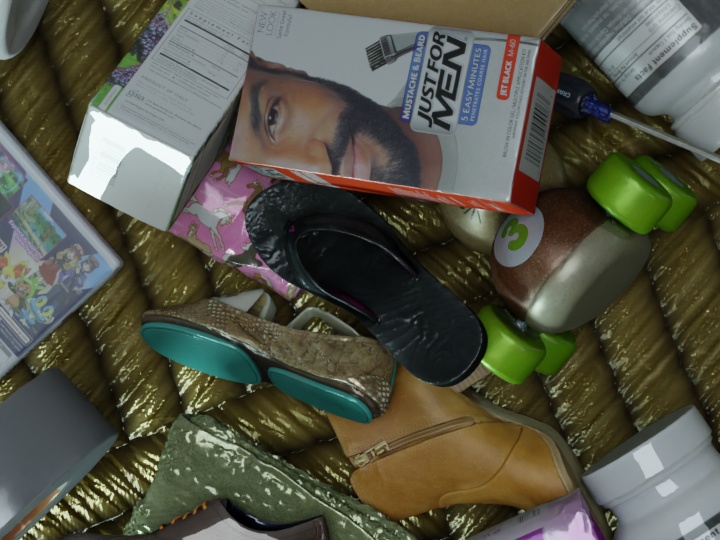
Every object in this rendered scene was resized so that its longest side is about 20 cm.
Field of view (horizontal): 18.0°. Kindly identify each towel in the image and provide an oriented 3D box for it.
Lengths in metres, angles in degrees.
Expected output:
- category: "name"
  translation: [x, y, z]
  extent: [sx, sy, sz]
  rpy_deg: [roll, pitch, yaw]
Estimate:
- category: "towel"
  translation: [-0.070, 0.203, 1.625]
  extent: [0.200, 0.036, 0.149]
  rpy_deg: [29, 106, 5]

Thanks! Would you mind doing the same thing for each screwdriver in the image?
- category: "screwdriver"
  translation: [0.182, -0.099, 1.560]
  extent: [0.029, 0.028, 0.200]
  rpy_deg: [-43, 45, -14]

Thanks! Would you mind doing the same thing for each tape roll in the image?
- category: "tape roll"
  translation: [-0.261, 0.158, 1.572]
  extent: [0.200, 0.200, 0.066]
  rpy_deg: [-44, 87, 4]

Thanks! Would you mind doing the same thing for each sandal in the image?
- category: "sandal"
  translation: [0.001, -0.001, 1.520]
  extent: [0.200, 0.048, 0.075]
  rpy_deg: [36, 93, 23]

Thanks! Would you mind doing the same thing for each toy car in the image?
- category: "toy car"
  translation: [0.100, -0.050, 1.572]
  extent: [0.200, 0.158, 0.164]
  rpy_deg: [43, 105, 14]

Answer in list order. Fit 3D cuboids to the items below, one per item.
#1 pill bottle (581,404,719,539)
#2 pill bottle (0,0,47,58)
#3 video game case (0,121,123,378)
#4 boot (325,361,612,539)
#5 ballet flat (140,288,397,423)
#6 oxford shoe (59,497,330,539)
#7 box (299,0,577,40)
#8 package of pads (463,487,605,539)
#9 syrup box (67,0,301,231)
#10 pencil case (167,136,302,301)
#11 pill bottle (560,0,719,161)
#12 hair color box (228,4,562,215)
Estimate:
- category: "pill bottle"
  translation: [0.246, 0.201, 1.570]
  extent: [0.116, 0.116, 0.200]
  rpy_deg: [-34, 87, 5]
- category: "pill bottle"
  translation: [-0.321, -0.235, 1.607]
  extent: [0.199, 0.114, 0.114]
  rpy_deg: [21, 93, 4]
- category: "video game case"
  translation: [-0.304, -0.018, 1.663]
  extent: [0.182, 0.023, 0.200]
  rpy_deg: [-42, 86, 5]
- category: "boot"
  translation: [0.075, 0.149, 1.614]
  extent: [0.144, 0.071, 0.202]
  rpy_deg: [-34, 85, 11]
- category: "ballet flat"
  translation: [-0.061, 0.052, 1.617]
  extent: [0.199, 0.071, 0.065]
  rpy_deg: [19, 63, 20]
- category: "oxford shoe"
  translation: [-0.117, 0.192, 1.585]
  extent: [0.199, 0.071, 0.073]
  rpy_deg: [4, 94, 4]
- category: "box"
  translation: [0.043, -0.212, 1.544]
  extent: [0.200, 0.021, 0.164]
  rpy_deg: [44, 108, 13]
- category: "package of pads"
  translation: [0.088, 0.241, 1.543]
  extent: [0.199, 0.076, 0.121]
  rpy_deg: [-25, 90, 9]
- category: "syrup box"
  translation: [-0.117, -0.128, 1.556]
  extent: [0.081, 0.200, 0.079]
  rpy_deg: [27, 137, 1]
- category: "pencil case"
  translation: [-0.102, -0.060, 1.615]
  extent: [0.200, 0.083, 0.087]
  rpy_deg: [32, 120, 4]
- category: "pill bottle"
  translation: [0.205, -0.180, 1.568]
  extent: [0.114, 0.114, 0.200]
  rpy_deg: [-42, 87, 4]
- category: "hair color box"
  translation: [0.023, -0.107, 1.504]
  extent: [0.199, 0.064, 0.111]
  rpy_deg: [9, 85, 21]
